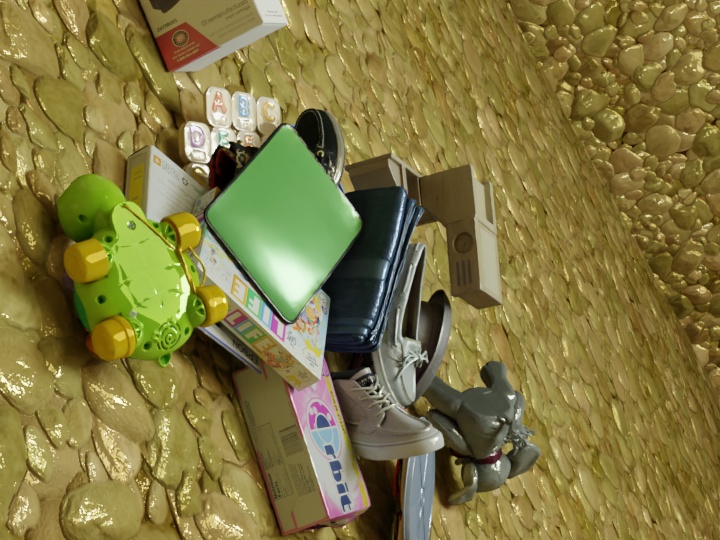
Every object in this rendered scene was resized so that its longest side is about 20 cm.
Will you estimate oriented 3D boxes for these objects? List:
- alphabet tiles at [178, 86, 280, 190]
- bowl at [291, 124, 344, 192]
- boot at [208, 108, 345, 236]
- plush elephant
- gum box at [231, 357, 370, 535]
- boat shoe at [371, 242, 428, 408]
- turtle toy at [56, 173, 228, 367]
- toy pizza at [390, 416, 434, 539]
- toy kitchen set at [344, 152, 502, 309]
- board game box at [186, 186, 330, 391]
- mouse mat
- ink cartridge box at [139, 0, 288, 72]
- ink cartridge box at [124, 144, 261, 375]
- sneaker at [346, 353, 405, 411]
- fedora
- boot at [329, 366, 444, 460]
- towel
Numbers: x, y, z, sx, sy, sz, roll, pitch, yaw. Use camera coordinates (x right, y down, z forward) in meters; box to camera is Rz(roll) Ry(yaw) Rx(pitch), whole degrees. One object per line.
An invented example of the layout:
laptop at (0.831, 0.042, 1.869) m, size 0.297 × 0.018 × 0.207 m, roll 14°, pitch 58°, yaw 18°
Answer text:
alphabet tiles at (-0.136, -0.119, 1.651) m, size 0.199 × 0.015 × 0.197 m, roll 5°, pitch 79°, yaw -45°
bowl at (-0.075, -0.098, 1.856) m, size 0.201 × 0.039 × 0.202 m, roll 51°, pitch 27°, yaw -38°
boot at (-0.097, -0.128, 1.598) m, size 0.153 × 0.073 × 0.205 m, roll 26°, pitch 52°, yaw -35°
plush elephant at (0.172, 0.246, 1.976) m, size 0.164 × 0.156 × 0.200 m, roll -11°, pitch 35°, yaw -30°
gum box at (-0.063, 0.198, 1.550) m, size 0.113 × 0.066 × 0.201 m, roll 4°, pitch 65°, yaw -65°
boat shoe at (0.052, 0.066, 1.666) m, size 0.074 × 0.064 × 0.204 m, roll 35°, pitch 51°, yaw -63°
turtle toy at (-0.225, 0.000, 1.308) m, size 0.145 × 0.101 × 0.201 m, roll -19°, pitch 87°, yaw -40°
toy pizza at (0.065, 0.287, 1.750) m, size 0.200 × 0.031 × 0.202 m, roll 3°, pitch 90°, yaw -78°
toy kitchen set at (0.061, -0.043, 1.816) m, size 0.163 × 0.199 × 0.182 m, roll 30°, pitch 52°, yaw -58°
board game box at (-0.113, 0.021, 1.498) m, size 0.200 × 0.034 × 0.135 m, roll 45°, pitch 31°, yaw -29°
mouse mat at (-0.081, -0.055, 1.526) m, size 0.161 × 0.008 × 0.200 m, roll 53°, pitch 43°, yaw -16°
ink cartridge box at (-0.199, -0.364, 1.676) m, size 0.201 × 0.144 × 0.084 m, roll 67°, pitch 21°, yaw 0°
ink cartridge box at (-0.181, -0.006, 1.495) m, size 0.198 × 0.047 × 0.201 m, roll 42°, pitch 35°, yaw -41°
sneaker at (0.005, 0.131, 1.732) m, size 0.079 × 0.095 × 0.202 m, roll 28°, pitch 57°, yaw -52°
fedora at (0.047, 0.095, 1.848) m, size 0.090 × 0.178 × 0.200 m, roll 24°, pitch 10°, yaw -13°
boot at (0.013, 0.162, 1.598) m, size 0.073 × 0.199 × 0.096 m, roll -17°, pitch 100°, yaw -41°
towel at (0.000, 0.000, 1.618) m, size 0.048 × 0.111 × 0.201 m, roll 37°, pitch 61°, yaw -45°
